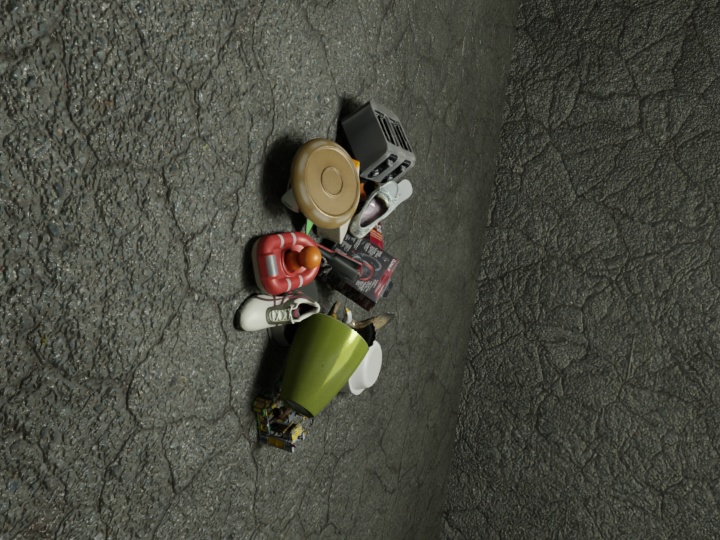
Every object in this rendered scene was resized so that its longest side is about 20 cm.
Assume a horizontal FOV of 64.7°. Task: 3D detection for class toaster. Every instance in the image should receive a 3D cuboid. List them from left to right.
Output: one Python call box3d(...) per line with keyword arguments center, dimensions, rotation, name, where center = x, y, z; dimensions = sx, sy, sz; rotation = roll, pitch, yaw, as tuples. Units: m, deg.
box3d(center=(0.046, -0.350, 1.554), dimensions=(0.180, 0.117, 0.204), rotation=(4, 61, -59), name="toaster")

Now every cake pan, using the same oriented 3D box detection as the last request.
box3d(center=(-0.163, 0.098, 1.418), dimensions=(0.200, 0.036, 0.205), rotation=(-34, 128, -58), name="cake pan")

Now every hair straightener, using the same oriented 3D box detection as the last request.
box3d(center=(-0.084, -0.029, 1.418), dimensions=(0.198, 0.041, 0.078), rotation=(32, 40, -20), name="hair straightener")

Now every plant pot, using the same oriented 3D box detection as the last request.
box3d(center=(-0.103, 0.235, 1.345), dimensions=(0.202, 0.184, 0.188), rotation=(-62, 150, -26), name="plant pot")
box3d(center=(-0.069, -0.196, 1.267), dimensions=(0.197, 0.027, 0.205), rotation=(5, 82, -43), name="plant pot")

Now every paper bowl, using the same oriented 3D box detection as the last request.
box3d(center=(-0.002, 0.282, 1.761), dimensions=(0.200, 0.102, 0.205), rotation=(-30, 124, -60), name="paper bowl")

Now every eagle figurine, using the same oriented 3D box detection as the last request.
box3d(center=(-0.015, 0.162, 1.568), dimensions=(0.155, 0.196, 0.151), rotation=(-71, 156, -14), name="eagle figurine")

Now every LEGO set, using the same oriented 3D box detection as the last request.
box3d(center=(-0.166, 0.345, 1.398), dimensions=(0.199, 0.114, 0.157), rotation=(-27, 122, -61), name="LEGO set")

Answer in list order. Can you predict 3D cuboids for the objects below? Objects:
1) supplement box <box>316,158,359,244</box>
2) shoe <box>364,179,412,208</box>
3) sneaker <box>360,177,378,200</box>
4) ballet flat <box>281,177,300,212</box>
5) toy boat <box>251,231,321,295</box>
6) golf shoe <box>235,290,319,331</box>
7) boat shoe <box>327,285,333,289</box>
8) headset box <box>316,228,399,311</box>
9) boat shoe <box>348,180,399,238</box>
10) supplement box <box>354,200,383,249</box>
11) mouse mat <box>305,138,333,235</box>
box3d(center=(-0.058, -0.176, 1.421), dimensions=(0.201, 0.072, 0.128), rotation=(94, 18, -63), name="supplement box")
box3d(center=(0.061, -0.205, 1.654), dimensions=(0.199, 0.090, 0.073), rotation=(-35, 108, -40), name="shoe")
box3d(center=(0.021, -0.259, 1.639), dimensions=(0.201, 0.088, 0.071), rotation=(-56, 146, -43), name="sneaker")
box3d(center=(-0.130, -0.221, 1.347), dimensions=(0.070, 0.068, 0.202), rotation=(72, 33, -45), name="ballet flat")
box3d(center=(-0.145, -0.024, 1.281), dimensions=(0.199, 0.128, 0.134), rotation=(-19, 100, -63), name="toy boat")
box3d(center=(-0.184, 0.088, 1.271), dimensions=(0.198, 0.087, 0.079), rotation=(-16, 107, -40), name="golf shoe")
box3d(center=(-0.028, 0.015, 1.660), dimensions=(0.199, 0.061, 0.073), rotation=(-28, 122, -62), name="boat shoe")
box3d(center=(0.000, 0.000, 1.529), dimensions=(0.150, 0.198, 0.075), rotation=(-59, -178, -29), name="headset box")
box3d(center=(0.045, -0.170, 1.531), dimensions=(0.075, 0.065, 0.202), rotation=(47, 65, -7), name="boat shoe")
box3d(center=(0.023, -0.090, 1.669), dimensions=(0.108, 0.060, 0.205), rotation=(22, 60, -65), name="supplement box")
box3d(center=(-0.100, -0.195, 1.365), dimensions=(0.201, 0.007, 0.163), rotation=(102, 9, -57), name="mouse mat")
